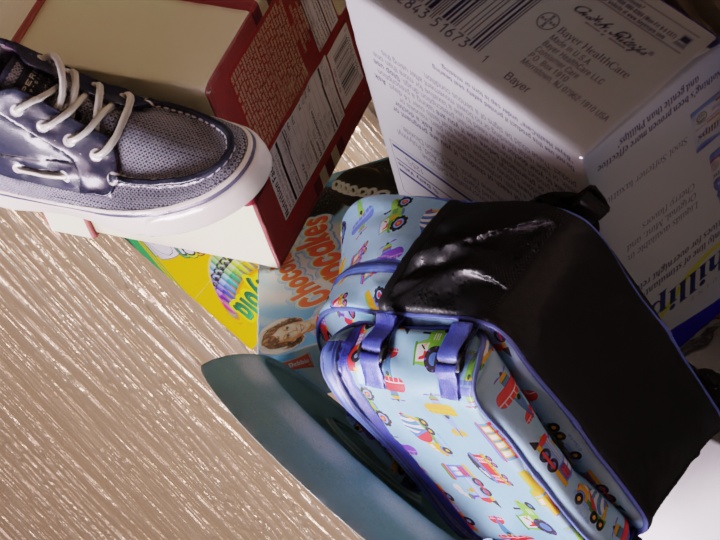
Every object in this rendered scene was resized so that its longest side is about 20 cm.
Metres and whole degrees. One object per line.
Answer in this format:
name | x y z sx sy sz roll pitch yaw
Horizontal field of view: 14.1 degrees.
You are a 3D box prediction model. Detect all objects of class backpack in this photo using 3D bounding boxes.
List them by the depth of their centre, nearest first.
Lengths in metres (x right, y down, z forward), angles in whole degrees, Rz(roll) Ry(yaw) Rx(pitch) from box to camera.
backpack | 0.057 0.049 1.465 0.200 0.135 0.183 7 142 47

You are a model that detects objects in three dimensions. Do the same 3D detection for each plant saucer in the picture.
plant saucer | 0.001 0.106 1.512 0.200 0.027 0.200 41 -176 -3

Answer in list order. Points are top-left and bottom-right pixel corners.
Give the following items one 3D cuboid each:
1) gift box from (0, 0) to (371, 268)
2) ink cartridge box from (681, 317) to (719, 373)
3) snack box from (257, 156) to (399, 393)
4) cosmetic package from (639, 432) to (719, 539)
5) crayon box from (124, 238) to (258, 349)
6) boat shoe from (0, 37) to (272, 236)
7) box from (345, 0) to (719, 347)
gift box | -0.107 -0.128 1.699 0.187 0.200 0.185 10 140 25
ink cartridge box | 0.160 0.093 1.670 0.200 0.083 0.147 47 122 15
snack box | 0.000 0.000 1.672 0.200 0.116 0.037 -94 -15 -61
cosmetic package | 0.150 0.108 1.579 0.200 0.090 0.107 25 112 23
crayon box | -0.099 -0.045 1.974 0.173 0.058 0.200 42 157 -1
boat shoe | -0.149 -0.075 1.555 0.200 0.075 0.093 2 145 33
box | 0.104 -0.070 1.528 0.184 0.105 0.200 39 159 34
